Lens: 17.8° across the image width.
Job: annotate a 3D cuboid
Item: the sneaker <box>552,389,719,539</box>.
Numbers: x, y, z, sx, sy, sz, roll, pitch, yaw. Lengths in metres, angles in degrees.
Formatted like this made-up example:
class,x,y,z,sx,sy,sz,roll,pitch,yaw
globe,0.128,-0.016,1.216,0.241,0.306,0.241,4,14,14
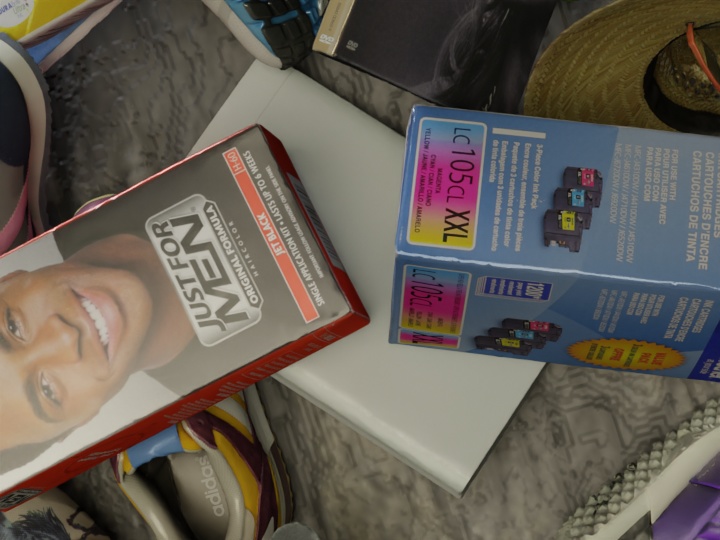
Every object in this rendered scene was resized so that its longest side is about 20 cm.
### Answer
class,x,y,z,sx,sy,sz,roll,pitch,yaw
sneaker,0.190,0.108,1.080,0.200,0.070,0.100,-40,93,18

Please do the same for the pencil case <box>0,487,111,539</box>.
class,x,y,z,sx,sy,sz,roll,pitch,yaw
pencil case,-0.206,0.104,1.166,0.078,0.089,0.200,-41,86,-14

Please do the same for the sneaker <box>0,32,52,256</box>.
class,x,y,z,sx,sy,sz,roll,pitch,yaw
sneaker,-0.192,-0.014,1.114,0.070,0.082,0.200,19,128,30

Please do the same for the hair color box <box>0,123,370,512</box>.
class,x,y,z,sx,sy,sz,roll,pitch,yaw
hair color box,-0.108,0.024,1.061,0.200,0.061,0.102,-28,81,5

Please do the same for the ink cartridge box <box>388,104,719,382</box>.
class,x,y,z,sx,sy,sz,roll,pitch,yaw
ink cartridge box,0.115,-0.007,1.021,0.200,0.136,0.076,5,72,1

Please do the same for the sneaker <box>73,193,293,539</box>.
class,x,y,z,sx,sy,sz,roll,pitch,yaw
sneaker,-0.094,0.056,1.125,0.075,0.090,0.200,-26,90,15

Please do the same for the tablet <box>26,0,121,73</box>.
class,x,y,z,sx,sy,sz,roll,pitch,yaw
tablet,-0.207,-0.139,1.146,0.200,0.014,0.130,-38,87,31

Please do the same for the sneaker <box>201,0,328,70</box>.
class,x,y,z,sx,sy,sz,roll,pitch,yaw
sneaker,-0.093,-0.179,1.120,0.087,0.075,0.200,-32,91,40

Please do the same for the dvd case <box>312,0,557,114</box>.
class,x,y,z,sx,sy,sz,roll,pitch,yaw
dvd case,0.059,-0.167,0.966,0.016,0.149,0.200,22,93,33

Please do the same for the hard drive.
class,x,y,z,sx,sy,sz,roll,pitch,yaw
hard drive,0.000,0.000,1.106,0.200,0.026,0.132,32,78,9

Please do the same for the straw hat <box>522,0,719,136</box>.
class,x,y,z,sx,sy,sz,roll,pitch,yaw
straw hat,0.177,-0.101,1.042,0.201,0.201,0.085,-1,55,14

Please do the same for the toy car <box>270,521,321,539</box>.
class,x,y,z,sx,sy,sz,roll,pitch,yaw
toy car,0.013,0.219,1.094,0.200,0.158,0.164,40,114,16

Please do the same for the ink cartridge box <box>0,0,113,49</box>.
class,x,y,z,sx,sy,sz,roll,pitch,yaw
ink cartridge box,-0.137,-0.221,1.027,0.198,0.047,0.200,-21,99,47
